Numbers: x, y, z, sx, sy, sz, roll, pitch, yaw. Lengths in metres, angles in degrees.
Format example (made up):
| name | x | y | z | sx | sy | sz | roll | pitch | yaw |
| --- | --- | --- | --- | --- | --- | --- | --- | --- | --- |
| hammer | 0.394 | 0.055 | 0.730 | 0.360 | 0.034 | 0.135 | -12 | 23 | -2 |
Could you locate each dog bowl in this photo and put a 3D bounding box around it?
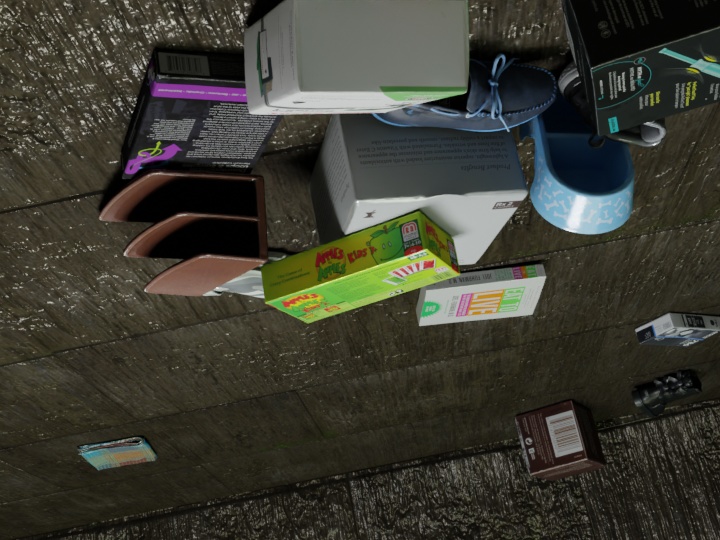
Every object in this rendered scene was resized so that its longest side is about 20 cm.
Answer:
| name | x | y | z | sx | sy | sz | roll | pitch | yaw |
| --- | --- | --- | --- | --- | --- | --- | --- | --- | --- |
| dog bowl | 0.238 | -0.130 | 1.117 | 0.111 | 0.200 | 0.050 | 0 | 142 | -3 |

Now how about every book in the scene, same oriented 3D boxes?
| name | x | y | z | sx | sy | sz | roll | pitch | yaw |
| --- | --- | --- | --- | --- | --- | --- | --- | --- | --- |
| book | 0.198 | 0.038 | 1.718 | 0.200 | 0.048 | 0.134 | -7 | 154 | -6 |

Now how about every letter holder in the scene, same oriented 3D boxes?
| name | x | y | z | sx | sy | sz | roll | pitch | yaw |
| --- | --- | --- | --- | --- | --- | --- | --- | --- | --- |
| letter holder | -0.214 | -0.040 | 1.186 | 0.142 | 0.101 | 0.200 | 3 | 166 | -30 |

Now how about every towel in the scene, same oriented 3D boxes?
| name | x | y | z | sx | sy | sz | roll | pitch | yaw |
| --- | --- | --- | --- | --- | --- | --- | --- | --- | --- |
| towel | -0.542 | 0.415 | 2.315 | 0.147 | 0.022 | 0.200 | -9 | 159 | -5 |

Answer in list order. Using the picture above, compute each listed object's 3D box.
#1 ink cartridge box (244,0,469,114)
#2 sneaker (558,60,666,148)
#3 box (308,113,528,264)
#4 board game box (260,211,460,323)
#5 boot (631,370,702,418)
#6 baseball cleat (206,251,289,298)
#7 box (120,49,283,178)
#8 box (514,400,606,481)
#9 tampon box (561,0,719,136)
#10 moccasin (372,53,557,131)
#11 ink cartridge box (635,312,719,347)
| name | x | y | z | sx | sy | sz | roll | pitch | yaw |
| --- | --- | --- | --- | --- | --- | --- | --- | --- | --- |
| ink cartridge box | -0.011 | -0.184 | 0.892 | 0.146 | 0.084 | 0.200 | -3 | -176 | -17 |
| sneaker | 0.315 | -0.197 | 1.072 | 0.200 | 0.114 | 0.075 | -24 | 152 | 17 |
| box | 0.059 | -0.095 | 1.191 | 0.199 | 0.131 | 0.200 | -4 | 157 | -15 |
| board game box | 0.000 | 0.000 | 1.160 | 0.200 | 0.048 | 0.102 | -19 | 156 | 21 |
| boot | 0.810 | 0.321 | 2.683 | 0.162 | 0.073 | 0.198 | -25 | 154 | 23 |
| baseball cleat | -0.157 | 0.008 | 1.449 | 0.200 | 0.070 | 0.106 | 21 | 150 | -38 |
| box | -0.162 | -0.154 | 1.069 | 0.143 | 0.036 | 0.200 | 0 | 155 | -24 |
| box | 0.538 | 0.459 | 2.757 | 0.164 | 0.166 | 0.200 | -21 | 156 | 21 |
| tampon box | 0.300 | -0.237 | 0.963 | 0.200 | 0.126 | 0.150 | -16 | 158 | 10 |
| moccasin | 0.111 | -0.180 | 1.068 | 0.200 | 0.081 | 0.068 | -10 | 170 | -7 |
| ink cartridge box | 0.687 | 0.127 | 2.180 | 0.200 | 0.039 | 0.099 | 4 | 153 | -34 |
